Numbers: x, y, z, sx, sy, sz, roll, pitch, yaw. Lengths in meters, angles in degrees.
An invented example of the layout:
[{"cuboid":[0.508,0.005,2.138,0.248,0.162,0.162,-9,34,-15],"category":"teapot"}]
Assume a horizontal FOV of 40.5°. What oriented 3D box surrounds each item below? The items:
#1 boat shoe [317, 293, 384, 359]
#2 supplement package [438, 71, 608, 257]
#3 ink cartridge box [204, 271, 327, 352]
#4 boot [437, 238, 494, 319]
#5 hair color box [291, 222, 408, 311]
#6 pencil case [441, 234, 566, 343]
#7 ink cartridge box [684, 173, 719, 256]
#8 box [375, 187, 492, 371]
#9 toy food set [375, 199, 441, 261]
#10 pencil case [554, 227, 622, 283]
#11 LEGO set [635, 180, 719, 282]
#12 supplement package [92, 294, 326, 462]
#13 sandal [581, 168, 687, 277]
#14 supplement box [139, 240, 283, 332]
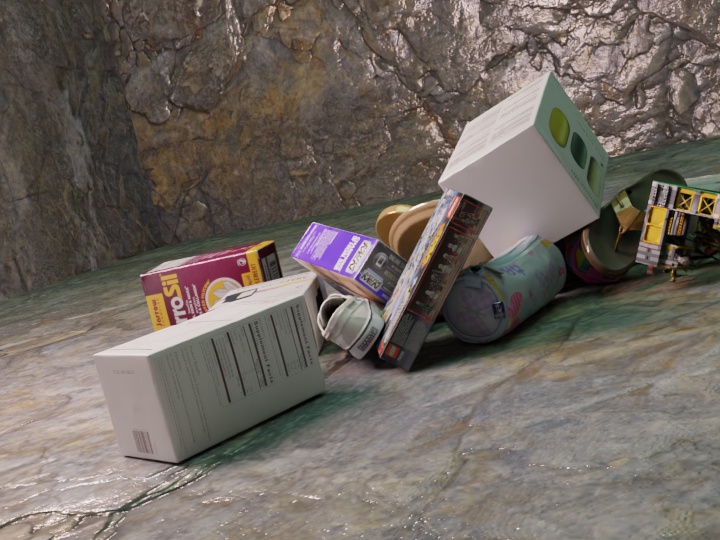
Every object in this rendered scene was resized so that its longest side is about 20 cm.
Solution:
[{"cuboid":[-0.021,0.060,1.181,0.072,0.066,0.200,-55,7,4],"category":"boat shoe"},{"cuboid":[0.223,-0.136,1.299,0.150,0.152,0.200,-30,17,30],"category":"supplement package"},{"cuboid":[-0.124,0.068,1.336,0.145,0.083,0.200,-13,8,6],"category":"ink cartridge box"},{"cuboid":[0.111,-0.011,1.339,0.143,0.071,0.202,-11,37,30],"category":"boot"},{"cuboid":[0.000,0.000,1.286,0.065,0.109,0.200,-58,27,-9],"category":"hair color box"},{"cuboid":[0.173,0.019,1.162,0.083,0.091,0.200,-7,9,36],"category":"pencil case"},{"cuboid":[0.457,-0.077,1.384,0.145,0.085,0.200,-5,13,42],"category":"ink cartridge box"},{"cuboid":[0.078,0.005,1.110,0.040,0.201,0.137,26,6,-5],"category":"box"},{"cuboid":[0.138,-0.049,1.478,0.199,0.198,0.049,-21,47,31],"category":"toy food set"},{"cuboid":[0.305,-0.032,1.340,0.088,0.089,0.200,-13,7,0],"category":"pencil case"},{"cuboid":[0.423,-0.034,1.162,0.153,0.116,0.200,17,11,35],"category":"LEGO set"},{"cuboid":[-0.151,0.107,1.012,0.200,0.110,0.113,-21,11,-42],"category":"supplement package"},{"cuboid":[0.350,-0.071,1.224,0.200,0.082,0.055,-37,-19,-24],"category":"sandal"},{"cuboid":[-0.224,0.039,1.533,0.199,0.132,0.103,-12,8,14],"category":"supplement box"}]
